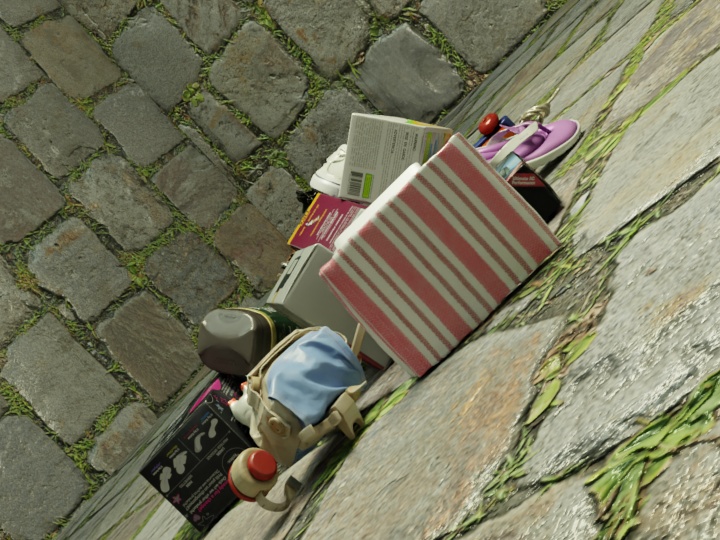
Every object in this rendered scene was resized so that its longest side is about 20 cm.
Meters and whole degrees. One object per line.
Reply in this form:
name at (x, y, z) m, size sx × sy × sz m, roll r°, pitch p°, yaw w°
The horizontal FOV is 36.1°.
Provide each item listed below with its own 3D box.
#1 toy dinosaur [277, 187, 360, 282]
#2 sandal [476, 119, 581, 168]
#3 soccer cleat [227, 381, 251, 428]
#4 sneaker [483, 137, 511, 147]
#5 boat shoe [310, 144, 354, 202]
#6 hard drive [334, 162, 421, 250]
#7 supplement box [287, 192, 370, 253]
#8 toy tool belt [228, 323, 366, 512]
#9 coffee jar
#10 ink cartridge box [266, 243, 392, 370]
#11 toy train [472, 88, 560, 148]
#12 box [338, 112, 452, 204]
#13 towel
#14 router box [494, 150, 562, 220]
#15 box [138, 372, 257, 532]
toy dinosaur at (-0.049, -0.045, 1.604) m, size 0.200 × 0.100 × 0.138 m, roll -55°, pitch -27°, yaw -57°
sandal at (0.180, -0.155, 1.391) m, size 0.199 × 0.050 × 0.083 m, roll -20°, pitch 34°, yaw 5°
soccer cleat at (-0.096, 0.173, 1.416) m, size 0.070 × 0.077 × 0.199 m, roll -53°, pitch -17°, yaw 18°
sneaker at (0.156, -0.090, 1.436) m, size 0.200 × 0.074 × 0.088 m, roll -46°, pitch 24°, yaw -10°
boat shoe at (-0.021, -0.146, 1.564) m, size 0.200 × 0.072 × 0.066 m, roll -63°, pitch -6°, yaw -74°
hard drive at (0.057, -0.009, 1.163) m, size 0.132 × 0.026 × 0.201 m, roll -43°, pitch 43°, yaw 12°
supplement box at (0.004, -0.025, 1.426) m, size 0.086 × 0.110 × 0.199 m, roll -58°, pitch 30°, yaw -7°
toy tool belt at (-0.056, 0.132, 1.118) m, size 0.123 × 0.124 × 0.201 m, roll -51°, pitch 2°, yaw 41°
coffee jar at (-0.130, 0.093, 1.499) m, size 0.103 × 0.087 × 0.199 m, roll 6°, pitch 2°, yaw 27°
ink cartridge box at (-0.027, 0.044, 1.333) m, size 0.084 × 0.144 × 0.200 m, roll -58°, pitch 7°, yaw -7°
toy train at (0.204, -0.168, 1.533) m, size 0.200 × 0.084 × 0.116 m, roll -43°, pitch 17°, yaw 22°
box at (0.051, -0.147, 1.492) m, size 0.200 × 0.100 × 0.115 m, roll -20°, pitch -58°, yaw -74°
towel at (0.073, -0.012, 1.057) m, size 0.200 × 0.147 × 0.030 m, roll -44°, pitch 0°, yaw 14°
router box at (0.128, -0.038, 1.237) m, size 0.200 × 0.062 × 0.150 m, roll -45°, pitch 5°, yaw 9°
box at (-0.187, 0.225, 1.436) m, size 0.132 × 0.115 × 0.200 m, roll -45°, pitch 5°, yaw 8°
